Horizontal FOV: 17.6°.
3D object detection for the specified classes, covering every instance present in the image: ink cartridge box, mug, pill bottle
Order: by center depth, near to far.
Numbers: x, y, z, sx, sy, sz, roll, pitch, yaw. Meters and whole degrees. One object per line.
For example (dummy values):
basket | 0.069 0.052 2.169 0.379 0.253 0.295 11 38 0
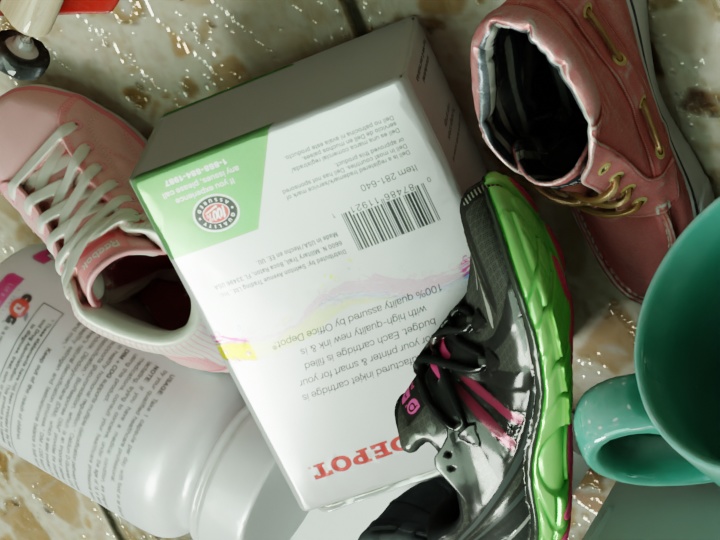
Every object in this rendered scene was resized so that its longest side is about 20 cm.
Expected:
mug | 0.202 0.040 1.026 0.185 0.152 0.114 9 161 45
ink cartridge box | 0.000 0.000 1.139 0.145 0.084 0.200 -20 113 16
pill bottle | -0.121 0.076 1.281 0.200 0.113 0.114 28 135 20

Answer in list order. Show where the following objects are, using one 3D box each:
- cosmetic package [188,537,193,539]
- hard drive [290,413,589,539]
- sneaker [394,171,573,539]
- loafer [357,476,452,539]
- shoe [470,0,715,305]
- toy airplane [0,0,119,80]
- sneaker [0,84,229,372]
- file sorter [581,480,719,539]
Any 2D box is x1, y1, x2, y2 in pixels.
cosmetic package | -0.030 0.233 1.371 0.200 0.071 0.101 34 152 4
hard drive | 0.040 0.121 1.285 0.132 0.027 0.200 33 135 7
sneaker | 0.056 0.053 1.071 0.084 0.077 0.200 0 113 5
loafer | 0.061 0.166 1.173 0.201 0.070 0.068 35 149 60
shoe | 0.103 -0.050 1.059 0.071 0.091 0.200 2 124 33
toy airplane | -0.232 -0.184 1.141 0.200 0.141 0.199 -20 130 7
sneaker | -0.134 -0.028 1.200 0.200 0.105 0.075 45 99 14
file sorter | 0.230 0.144 1.099 0.200 0.139 0.125 5 129 31
